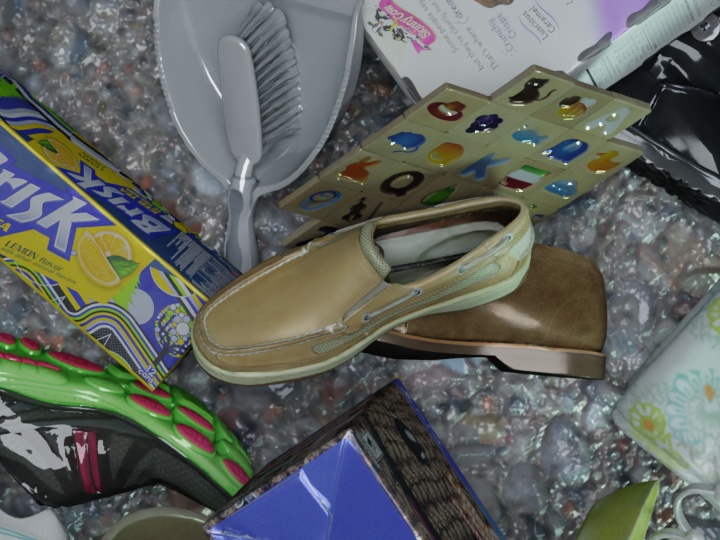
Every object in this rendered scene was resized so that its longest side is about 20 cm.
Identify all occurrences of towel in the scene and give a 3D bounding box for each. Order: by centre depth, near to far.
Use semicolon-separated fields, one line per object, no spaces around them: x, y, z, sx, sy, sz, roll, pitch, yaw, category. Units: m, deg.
0.262;0.067;1.549;0.171;0.048;0.200;39;116;-1;towel

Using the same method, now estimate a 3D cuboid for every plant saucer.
0.116;0.205;1.511;0.031;0.200;0.201;20;89;10;plant saucer

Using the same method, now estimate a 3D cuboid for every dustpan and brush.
-0.062;-0.074;1.568;0.139;0.057;0.201;16;126;31;dustpan and brush

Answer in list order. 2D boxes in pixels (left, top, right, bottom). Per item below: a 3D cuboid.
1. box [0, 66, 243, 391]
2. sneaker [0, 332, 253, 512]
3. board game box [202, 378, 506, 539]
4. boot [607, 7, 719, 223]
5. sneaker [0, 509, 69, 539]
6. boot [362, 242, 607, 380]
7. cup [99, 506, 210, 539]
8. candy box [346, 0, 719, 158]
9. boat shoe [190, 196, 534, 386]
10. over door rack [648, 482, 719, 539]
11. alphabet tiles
-0.166;-0.027;1.564;0.200;0.064;0.070;41;110;0;box
-0.155;0.099;1.577;0.199;0.077;0.084;20;107;3;sneaker
0.013;0.162;1.500;0.097;0.200;0.160;-34;91;10;board game box
0.230;-0.133;1.583;0.164;0.066;0.200;31;85;-2;boot
-0.259;0.154;1.572;0.200;0.070;0.080;17;65;10;sneaker
0.045;0.017;1.574;0.199;0.074;0.076;6;88;-10;boot
-0.110;0.255;1.525;0.200;0.200;0.143;45;117;0;cup
0.093;-0.177;1.544;0.200;0.072;0.168;-36;73;4;candy box
0.000;0.000;1.500;0.199;0.076;0.072;-23;68;-12;boat shoe
0.214;0.231;1.517;0.066;0.148;0.201;-17;101;27;over door rack
0.057;-0.052;1.511;0.200;0.166;0.006;-34;58;35;alphabet tiles
